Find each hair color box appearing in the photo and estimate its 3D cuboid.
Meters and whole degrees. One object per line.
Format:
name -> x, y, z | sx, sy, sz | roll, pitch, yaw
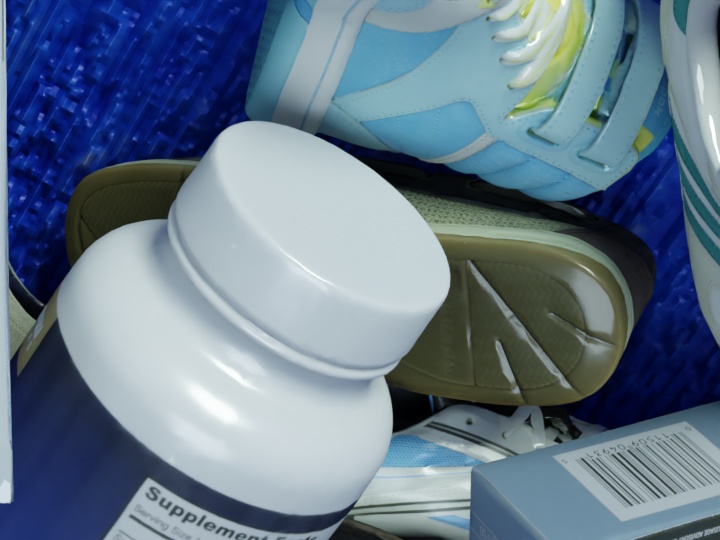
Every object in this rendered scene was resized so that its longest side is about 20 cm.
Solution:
hair color box -> 0.088, 0.149, 0.844 | 0.098, 0.061, 0.201 | -13, 120, -23

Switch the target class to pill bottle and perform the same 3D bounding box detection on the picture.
pill bottle -> -0.060, 0.056, 0.810 | 0.111, 0.111, 0.200 | 31, 116, -10

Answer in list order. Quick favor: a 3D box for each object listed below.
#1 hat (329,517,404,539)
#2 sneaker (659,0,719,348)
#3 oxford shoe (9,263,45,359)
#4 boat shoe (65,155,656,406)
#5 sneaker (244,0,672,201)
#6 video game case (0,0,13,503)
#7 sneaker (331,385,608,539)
hat -> 0.005, 0.160, 0.915 | 0.199, 0.081, 0.201 | 13, 153, 7
sneaker -> 0.122, -0.018, 0.761 | 0.070, 0.094, 0.201 | -7, 118, 13
oxford shoe -> -0.162, -0.003, 0.901 | 0.200, 0.071, 0.074 | 37, 97, -16
boat shoe -> 0.001, -0.001, 0.867 | 0.200, 0.066, 0.072 | 9, 110, 25
sneaker -> 0.047, -0.083, 0.774 | 0.130, 0.080, 0.200 | 17, 162, -8
video game case -> -0.123, -0.052, 0.753 | 0.045, 0.200, 0.182 | -2, 106, -8
sneaker -> 0.055, 0.067, 0.899 | 0.199, 0.072, 0.073 | 10, 112, -2
